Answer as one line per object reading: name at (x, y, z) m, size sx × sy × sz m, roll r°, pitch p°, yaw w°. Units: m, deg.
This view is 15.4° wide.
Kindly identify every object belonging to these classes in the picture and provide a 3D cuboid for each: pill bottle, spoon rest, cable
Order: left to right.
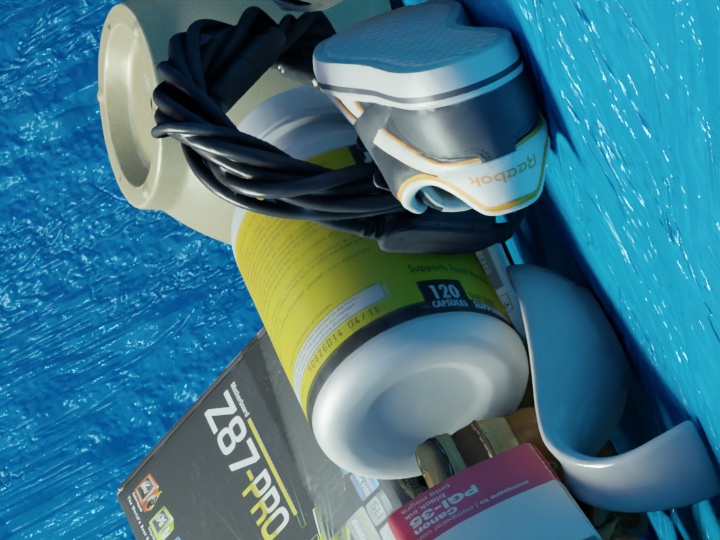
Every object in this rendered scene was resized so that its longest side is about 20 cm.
cable at (-0.018, -0.074, 1.276) m, size 0.200 × 0.051 × 0.163 m, roll 1°, pitch -137°, yaw -42°
pill bottle at (0.000, 0.000, 1.349) m, size 0.112 × 0.112 × 0.200 m, roll 66°, pitch 179°, yaw -50°
spoon rest at (0.105, 0.059, 1.254) m, size 0.099 × 0.061 × 0.200 m, roll 64°, pitch 177°, yaw -23°

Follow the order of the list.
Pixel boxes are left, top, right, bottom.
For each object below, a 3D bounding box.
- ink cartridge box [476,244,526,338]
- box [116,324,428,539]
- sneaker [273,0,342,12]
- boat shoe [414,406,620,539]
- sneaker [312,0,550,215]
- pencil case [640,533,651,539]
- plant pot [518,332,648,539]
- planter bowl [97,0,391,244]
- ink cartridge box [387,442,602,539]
ink cartridge box at (0.055, -0.017, 1.696) m, size 0.163 × 0.057 × 0.200 m, roll 64°, pitch 173°, yaw -32°
box at (-0.033, 0.140, 1.391) m, size 0.049 × 0.161 × 0.200 m, roll 21°, pitch -149°, yaw -45°
sneaker at (-0.026, -0.167, 1.316) m, size 0.075 × 0.082 × 0.200 m, roll 63°, pitch 178°, yaw -7°
boat shoe at (0.096, 0.132, 1.333) m, size 0.076 × 0.074 × 0.200 m, roll 62°, pitch -175°, yaw 36°
sneaker at (0.031, -0.071, 1.196) m, size 0.200 × 0.078 × 0.079 m, roll -130°, pitch 19°, yaw -74°
pencil case at (0.137, 0.180, 1.603) m, size 0.200 × 0.085 × 0.084 m, roll 64°, pitch -170°, yaw 0°
plant pot at (0.026, 0.127, 1.489) m, size 0.200 × 0.183 × 0.200 m, roll 44°, pitch -166°, yaw -14°
planter bowl at (-0.073, -0.101, 1.546) m, size 0.200 × 0.135 × 0.200 m, roll 173°, pitch 90°, yaw -70°
ink cartridge box at (0.095, 0.187, 1.181) m, size 0.147 × 0.083 × 0.200 m, roll 65°, pitch 177°, yaw -23°
